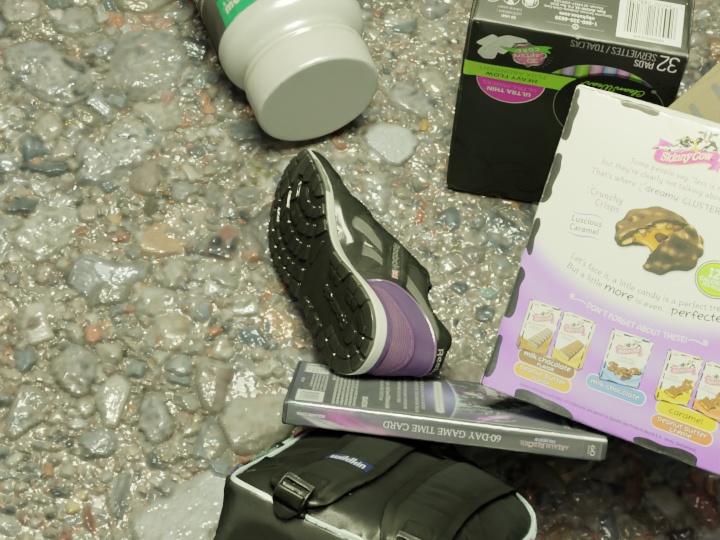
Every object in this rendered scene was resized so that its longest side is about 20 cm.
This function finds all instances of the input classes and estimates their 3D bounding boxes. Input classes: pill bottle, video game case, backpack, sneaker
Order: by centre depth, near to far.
[{"bbox_3d":[0.010,0.174,1.059,0.177,0.151,0.200,23,21,15],"label":"backpack"},{"bbox_3d":[0.053,0.089,1.139,0.199,0.143,0.019,8,97,1],"label":"video game case"},{"bbox_3d":[0.000,0.000,1.234,0.087,0.076,0.200,11,41,-34],"label":"sneaker"},{"bbox_3d":[-0.065,-0.203,1.314,0.113,0.113,0.200,-17,61,-13],"label":"pill bottle"}]

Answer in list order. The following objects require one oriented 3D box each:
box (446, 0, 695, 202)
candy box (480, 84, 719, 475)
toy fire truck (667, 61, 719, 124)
[{"bbox_3d":[0.147,-0.149,1.241,0.148,0.200,0.125,11,60,3],"label":"box"},{"bbox_3d":[0.189,0.005,1.090,0.167,0.072,0.200,21,97,23],"label":"candy box"},{"bbox_3d":[0.217,-0.021,1.168,0.176,0.200,0.129,41,66,20],"label":"toy fire truck"}]
